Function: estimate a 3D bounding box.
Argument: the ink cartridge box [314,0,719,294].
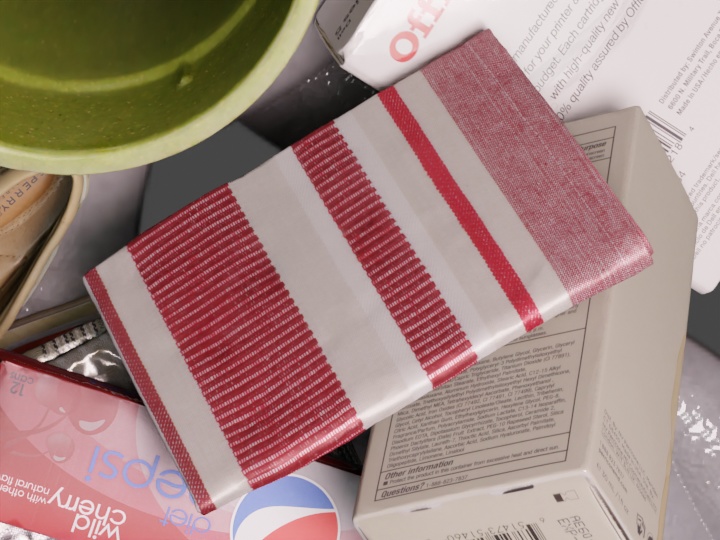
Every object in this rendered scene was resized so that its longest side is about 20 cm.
[{"bbox_3d":[0.102,-0.107,1.233,0.199,0.084,0.146,31,100,-18],"label":"ink cartridge box"}]

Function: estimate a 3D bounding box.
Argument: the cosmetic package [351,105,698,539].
[{"bbox_3d":[0.069,0.036,1.139,0.103,0.201,0.073,-13,130,26],"label":"cosmetic package"}]

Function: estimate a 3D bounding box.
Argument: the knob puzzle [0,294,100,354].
[{"bbox_3d":[-0.091,0.093,1.291,0.218,0.030,0.221,-3,108,-10],"label":"knob puzzle"}]

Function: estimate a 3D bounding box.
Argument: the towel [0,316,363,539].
[{"bbox_3d":[-0.092,0.116,1.212,0.199,0.035,0.193,-26,102,-6],"label":"towel"}]

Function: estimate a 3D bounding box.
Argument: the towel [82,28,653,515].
[{"bbox_3d":[0.000,0.000,1.130,0.199,0.144,0.023,-30,138,-1],"label":"towel"}]

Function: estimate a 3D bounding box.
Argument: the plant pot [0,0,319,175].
[{"bbox_3d":[-0.106,-0.166,1.108,0.199,0.190,0.201,1,114,2],"label":"plant pot"}]

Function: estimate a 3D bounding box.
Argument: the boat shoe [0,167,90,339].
[{"bbox_3d":[-0.188,0.017,1.230,0.073,0.063,0.200,33,100,-20],"label":"boat shoe"}]

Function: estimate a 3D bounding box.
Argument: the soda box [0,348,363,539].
[{"bbox_3d":[-0.066,0.092,1.168,0.199,0.070,0.064,18,90,-12],"label":"soda box"}]
